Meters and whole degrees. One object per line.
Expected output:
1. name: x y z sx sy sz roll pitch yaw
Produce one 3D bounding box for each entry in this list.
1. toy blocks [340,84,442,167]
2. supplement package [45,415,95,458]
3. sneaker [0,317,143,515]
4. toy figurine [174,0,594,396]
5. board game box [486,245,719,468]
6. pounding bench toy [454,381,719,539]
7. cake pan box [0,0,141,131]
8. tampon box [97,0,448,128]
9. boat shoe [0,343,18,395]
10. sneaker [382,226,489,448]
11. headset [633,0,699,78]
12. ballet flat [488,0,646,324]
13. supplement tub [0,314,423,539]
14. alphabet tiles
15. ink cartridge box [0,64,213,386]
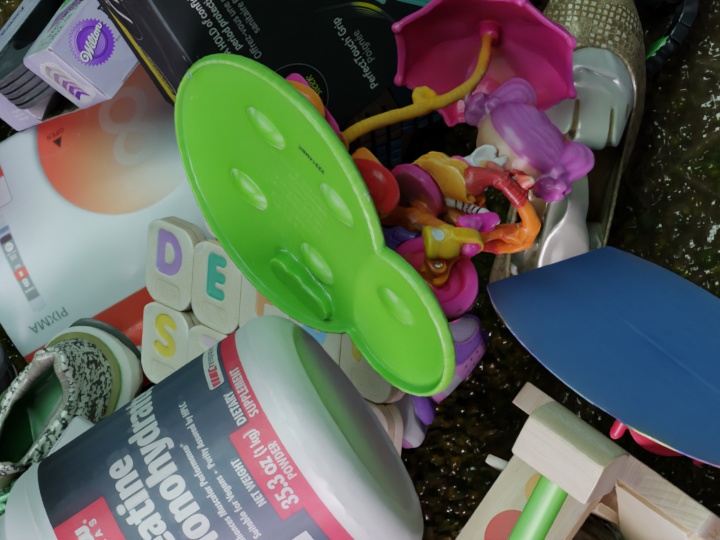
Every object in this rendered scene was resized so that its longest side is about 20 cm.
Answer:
1. toy blocks: -0.003 -0.117 1.663 0.200 0.100 0.137 -23 62 -12
2. supplement package: -0.090 0.188 1.600 0.200 0.121 0.120 33 88 30
3. sneaker: -0.200 0.116 1.683 0.077 0.089 0.200 27 95 21
4. toy figurine: 0.042 -0.060 1.467 0.184 0.150 0.200 -32 68 -29
5. board game box: 0.146 0.057 1.504 0.158 0.200 0.039 38 116 21
6. pounding bench toy: 0.091 0.155 1.480 0.124 0.200 0.156 36 90 30
7. cake pan box: -0.133 -0.169 1.695 0.200 0.052 0.184 -55 15 -14
8. tampon box: -0.033 -0.177 1.543 0.200 0.150 0.126 -40 38 -9
9. boat shoe: -0.282 0.104 1.710 0.199 0.068 0.074 -30 62 -11
10. sneaker: 0.000 0.000 1.649 0.088 0.080 0.200 -39 66 2
11. headset: 0.138 -0.189 1.636 0.123 0.094 0.200 29 87 -5
12. ballet flat: 0.115 -0.056 1.580 0.070 0.065 0.200 6 103 -10
13. supplement tub: -0.083 0.128 1.469 0.200 0.140 0.140 -34 62 8
14. alphabet tiles: -0.050 0.043 1.623 0.200 0.015 0.196 23 116 41
15. ink cartridge box: -0.143 -0.005 1.730 0.162 0.050 0.200 -29 61 15
